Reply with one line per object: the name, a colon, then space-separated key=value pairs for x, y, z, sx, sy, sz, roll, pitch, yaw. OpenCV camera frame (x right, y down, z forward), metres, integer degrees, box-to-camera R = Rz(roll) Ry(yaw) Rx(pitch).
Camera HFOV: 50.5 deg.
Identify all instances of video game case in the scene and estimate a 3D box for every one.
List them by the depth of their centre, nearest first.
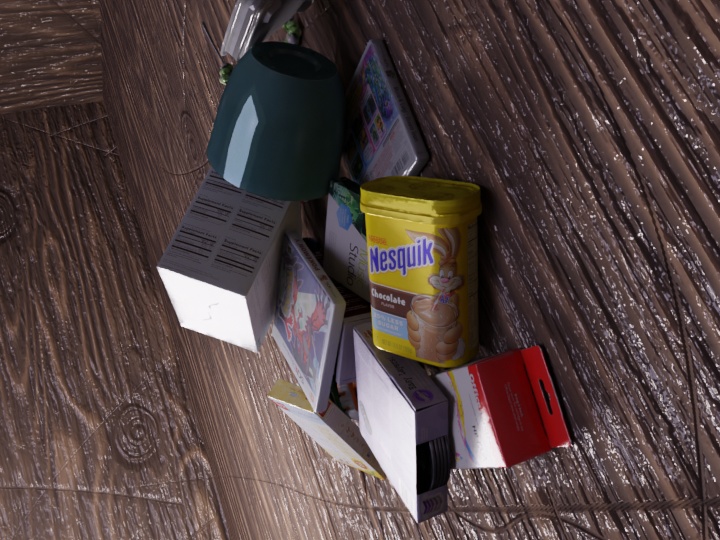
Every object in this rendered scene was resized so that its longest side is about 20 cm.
video game case: x=0.021 y=-0.181 z=1.055 sx=0.200 sy=0.023 sz=0.185 roll=126 pitch=128 yaw=-61
video game case: x=-0.081 y=0.073 z=1.119 sx=0.183 sy=0.023 sz=0.203 roll=52 pitch=141 yaw=44

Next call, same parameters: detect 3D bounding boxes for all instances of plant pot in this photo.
plant pot: x=-0.109 y=-0.222 z=1.077 sx=0.201 sy=0.197 sz=0.163 roll=53 pitch=138 yaw=42

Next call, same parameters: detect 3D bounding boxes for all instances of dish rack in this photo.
dish rack: x=-0.110 y=-0.385 z=1.080 sx=0.043 sy=0.201 sz=0.171 roll=41 pitch=155 yaw=-5

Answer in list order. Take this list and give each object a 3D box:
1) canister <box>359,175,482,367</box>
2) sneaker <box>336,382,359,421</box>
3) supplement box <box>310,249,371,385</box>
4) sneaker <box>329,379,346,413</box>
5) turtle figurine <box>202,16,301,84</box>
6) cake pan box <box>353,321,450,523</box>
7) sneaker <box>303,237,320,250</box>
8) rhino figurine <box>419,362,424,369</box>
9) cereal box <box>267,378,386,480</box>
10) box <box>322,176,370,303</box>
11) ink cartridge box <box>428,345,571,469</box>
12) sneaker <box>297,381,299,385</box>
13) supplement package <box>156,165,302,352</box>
canister: x=0.074 y=0.000 z=0.908 sx=0.146 sy=0.086 sz=0.204 roll=12 pitch=115 yaw=38
sneaker: x=-0.013 y=0.141 z=1.233 sx=0.077 sy=0.077 sz=0.204 roll=-18 pitch=77 yaw=22
supplement box: x=-0.047 y=0.065 z=1.140 sx=0.200 sy=0.060 sz=0.111 roll=47 pitch=139 yaw=48
sneaker: x=-0.070 y=0.181 z=1.270 sx=0.202 sy=0.084 sz=0.079 roll=61 pitch=-157 yaw=-25
turtle figurine: x=-0.156 y=-0.341 z=1.231 sx=0.194 sy=0.142 sz=0.203 roll=47 pitch=147 yaw=43
cake pan box: x=0.051 y=0.192 z=0.985 sx=0.200 sy=0.051 sz=0.188 roll=-132 pitch=31 yaw=-55
sneaker: x=-0.103 y=0.005 z=1.383 sx=0.199 sy=0.079 sz=0.118 roll=140 pitch=129 yaw=-72
rhino figurine: x=0.035 y=0.101 z=1.123 sx=0.200 sy=0.059 sz=0.089 roll=-137 pitch=39 yaw=-56
cereal box: x=-0.048 y=0.261 z=1.253 sx=0.143 sy=0.040 sz=0.201 roll=6 pitch=143 yaw=51
box: x=0.023 y=-0.027 z=1.047 sx=0.199 sy=0.036 sz=0.147 roll=30 pitch=125 yaw=41
ink cartridge box: x=0.148 y=0.163 z=0.884 sx=0.200 sy=0.066 sz=0.118 roll=-36 pitch=69 yaw=65
sneaker: x=-0.062 y=0.159 z=1.333 sx=0.076 sy=0.090 sz=0.202 roll=60 pitch=150 yaw=35
supplement package: x=-0.192 y=-0.020 z=1.181 sx=0.192 sy=0.144 sz=0.203 roll=94 pitch=-164 yaw=-60
